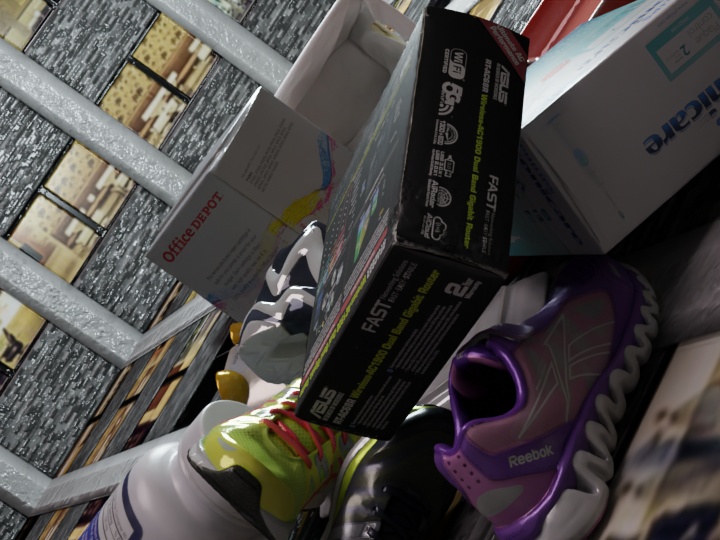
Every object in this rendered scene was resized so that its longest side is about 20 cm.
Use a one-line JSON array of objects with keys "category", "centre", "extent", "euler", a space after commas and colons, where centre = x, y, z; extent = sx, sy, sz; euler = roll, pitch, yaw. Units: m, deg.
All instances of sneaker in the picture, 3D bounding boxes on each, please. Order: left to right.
[{"category": "sneaker", "centre": [-0.039, 0.099, 0.931], "extent": [0.090, 0.078, 0.200], "euler": [-48, -6, 9]}, {"category": "sneaker", "centre": [0.000, 0.000, 1.187], "extent": [0.198, 0.080, 0.131], "euler": [-27, 37, 25]}, {"category": "sneaker", "centre": [0.008, 0.171, 0.886], "extent": [0.202, 0.073, 0.081], "euler": [-61, 21, 1]}, {"category": "sneaker", "centre": [0.091, 0.052, 0.792], "extent": [0.081, 0.088, 0.201], "euler": [-46, 13, 44]}]

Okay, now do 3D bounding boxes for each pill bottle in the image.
[{"category": "pill bottle", "centre": [-0.127, 0.193, 1.086], "extent": [0.201, 0.119, 0.120], "euler": [-51, 12, 23]}]

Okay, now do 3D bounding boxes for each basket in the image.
[{"category": "basket", "centre": [-0.019, -0.174, 1.617], "extent": [0.201, 0.135, 0.123], "euler": [-57, 9, -10]}]

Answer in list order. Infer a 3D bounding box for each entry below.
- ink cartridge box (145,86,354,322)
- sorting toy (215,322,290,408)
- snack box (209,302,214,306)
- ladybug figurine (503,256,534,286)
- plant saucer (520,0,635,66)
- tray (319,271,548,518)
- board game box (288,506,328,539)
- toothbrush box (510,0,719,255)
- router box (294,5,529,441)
[{"category": "ink cartridge box", "centre": [-0.073, -0.040, 1.467], "extent": [0.145, 0.199, 0.145], "euler": [-44, 15, 42]}, {"category": "sorting toy", "centre": [-0.016, 0.062, 1.273], "extent": [0.179, 0.107, 0.200], "euler": [-33, 17, 13]}, {"category": "snack box", "centre": [-0.149, -0.007, 2.089], "extent": [0.143, 0.053, 0.200], "euler": [-58, 11, -6]}, {"category": "ladybug figurine", "centre": [0.086, -0.048, 1.052], "extent": [0.072, 0.136, 0.201], "euler": [24, 73, 40]}, {"category": "plant saucer", "centre": [0.205, -0.241, 1.248], "extent": [0.201, 0.037, 0.200], "euler": [-56, 10, -2]}, {"category": "tray", "centre": [0.043, 0.077, 1.021], "extent": [0.199, 0.022, 0.108], "euler": [-39, 18, 29]}, {"category": "board game box", "centre": [-0.062, 0.231, 1.086], "extent": [0.135, 0.028, 0.201], "euler": [-39, 21, 58]}, {"category": "toothbrush box", "centre": [0.136, -0.085, 0.910], "extent": [0.146, 0.086, 0.200], "euler": [-39, 9, -9]}, {"category": "router box", "centre": [0.026, -0.019, 0.835], "extent": [0.201, 0.061, 0.151], "euler": [119, 164, -56]}]
